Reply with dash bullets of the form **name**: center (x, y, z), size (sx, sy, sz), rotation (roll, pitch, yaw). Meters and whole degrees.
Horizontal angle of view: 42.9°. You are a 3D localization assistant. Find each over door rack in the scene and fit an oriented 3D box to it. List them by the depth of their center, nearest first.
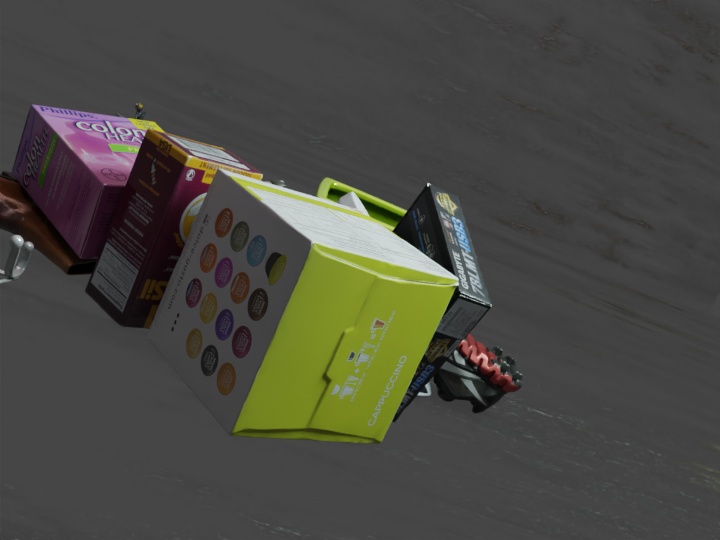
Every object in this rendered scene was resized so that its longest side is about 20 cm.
- **over door rack**: center (-0.409, -0.024, 0.874), size (0.147, 0.067, 0.200), rotation (21, 12, -7)

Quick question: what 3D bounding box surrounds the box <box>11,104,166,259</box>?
- **box**: center (-0.290, -0.105, 1.109), size (0.175, 0.097, 0.200), rotation (1, 31, -46)

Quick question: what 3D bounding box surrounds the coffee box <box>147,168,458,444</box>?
- **coffee box**: center (-0.061, 0.040, 0.939), size (0.199, 0.200, 0.198), rotation (14, 16, -42)

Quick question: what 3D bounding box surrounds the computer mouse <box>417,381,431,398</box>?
- **computer mouse**: center (0.008, 0.110, 1.145), size (0.199, 0.044, 0.110), rotation (17, 12, -27)

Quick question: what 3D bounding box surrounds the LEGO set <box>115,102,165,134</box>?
- **LEGO set**: center (-0.299, -0.135, 1.352), size (0.200, 0.154, 0.116), rotation (38, 13, -1)

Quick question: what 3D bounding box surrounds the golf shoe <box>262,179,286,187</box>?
- **golf shoe**: center (-0.168, -0.060, 1.191), size (0.088, 0.078, 0.200), rotation (5, -23, -40)

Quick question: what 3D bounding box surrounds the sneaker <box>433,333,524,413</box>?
- **sneaker**: center (0.111, 0.111, 1.175), size (0.200, 0.098, 0.071), rotation (38, 16, -12)

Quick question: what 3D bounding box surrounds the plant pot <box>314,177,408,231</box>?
- **plant pot**: center (0.000, 0.000, 1.273), size (0.198, 0.182, 0.200), rotation (23, 12, -3)

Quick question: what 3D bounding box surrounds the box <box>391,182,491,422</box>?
- **box**: center (0.058, 0.035, 1.052), size (0.050, 0.199, 0.200), rotation (22, 34, -25)

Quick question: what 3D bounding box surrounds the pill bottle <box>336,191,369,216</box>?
- **pill bottle**: center (-0.079, -0.017, 1.119), size (0.105, 0.199, 0.104), rotation (60, 8, -13)

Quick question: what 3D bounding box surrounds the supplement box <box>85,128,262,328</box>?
- **supplement box**: center (-0.205, -0.040, 1.008), size (0.086, 0.201, 0.110), rotation (34, 16, 38)

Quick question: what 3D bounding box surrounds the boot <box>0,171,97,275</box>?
- **boot**: center (-0.399, -0.046, 1.061), size (0.200, 0.069, 0.188), rotation (37, 9, 23)
